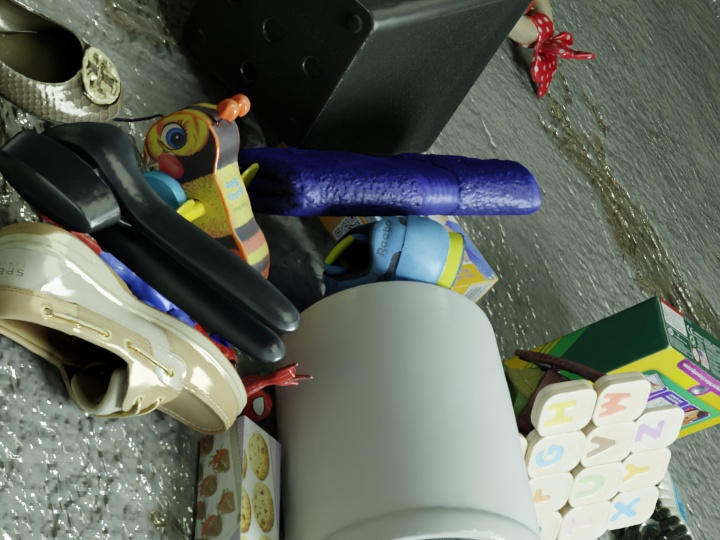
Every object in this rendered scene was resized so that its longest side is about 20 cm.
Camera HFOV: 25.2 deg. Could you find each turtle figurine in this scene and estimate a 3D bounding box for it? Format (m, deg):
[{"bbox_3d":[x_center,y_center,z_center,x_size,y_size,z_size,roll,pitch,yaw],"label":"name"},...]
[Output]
[{"bbox_3d":[0.101,0.130,1.312,0.194,0.200,0.144,40,54,3],"label":"turtle figurine"}]

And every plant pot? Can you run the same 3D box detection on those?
[{"bbox_3d":[-0.016,-0.202,1.251,0.200,0.200,0.177,44,38,12],"label":"plant pot"}]

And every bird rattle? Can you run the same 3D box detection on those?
[{"bbox_3d":[0.192,-0.318,1.949,0.163,0.113,0.200,24,57,-37],"label":"bird rattle"}]

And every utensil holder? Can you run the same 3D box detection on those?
[{"bbox_3d":[0.026,0.132,1.064,0.170,0.170,0.200,38,31,-41],"label":"utensil holder"}]

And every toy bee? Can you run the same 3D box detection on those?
[{"bbox_3d":[-0.110,-0.063,1.062,0.200,0.109,0.131,51,29,-24],"label":"toy bee"}]

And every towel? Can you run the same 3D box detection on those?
[{"bbox_3d":[0.014,-0.066,1.178,0.200,0.148,0.050,-2,94,-26],"label":"towel"}]

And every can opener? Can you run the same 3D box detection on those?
[{"bbox_3d":[-0.120,-0.015,0.930,0.200,0.063,0.079,38,50,4],"label":"can opener"}]

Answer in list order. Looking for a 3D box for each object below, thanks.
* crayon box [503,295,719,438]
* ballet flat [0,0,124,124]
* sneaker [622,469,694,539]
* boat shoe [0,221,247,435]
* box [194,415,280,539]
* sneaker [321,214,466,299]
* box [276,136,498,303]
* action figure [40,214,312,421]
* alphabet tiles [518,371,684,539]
[{"bbox_3d":[0.246,0.108,1.491,0.200,0.172,0.058,30,43,-49],"label":"crayon box"},{"bbox_3d":[-0.220,-0.148,0.975,0.200,0.046,0.067,30,43,-34],"label":"ballet flat"},{"bbox_3d":[0.296,0.263,1.549,0.090,0.078,0.200,45,30,-39],"label":"sneaker"},{"bbox_3d":[-0.146,0.052,0.937,0.200,0.074,0.069,42,51,-37],"label":"boat shoe"},{"bbox_3d":[-0.075,0.180,0.967,0.041,0.039,0.200,42,32,-35],"label":"box"},{"bbox_3d":[0.000,0.000,1.157,0.078,0.200,0.066,18,71,-18],"label":"sneaker"},{"bbox_3d":[0.015,-0.053,1.306,0.119,0.041,0.200,-9,60,-53],"label":"box"},{"bbox_3d":[-0.103,0.023,1.009,0.200,0.099,0.065,49,29,-31],"label":"action figure"},{"bbox_3d":[0.161,0.167,1.250,0.195,0.200,0.015,-6,35,-26],"label":"alphabet tiles"}]
